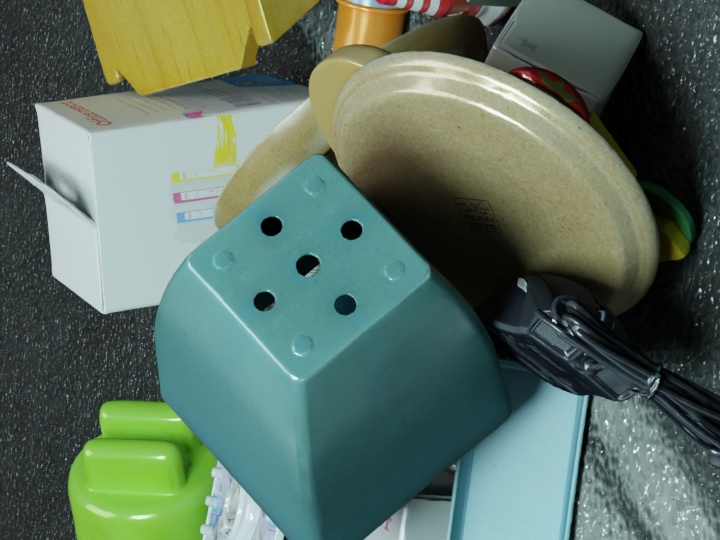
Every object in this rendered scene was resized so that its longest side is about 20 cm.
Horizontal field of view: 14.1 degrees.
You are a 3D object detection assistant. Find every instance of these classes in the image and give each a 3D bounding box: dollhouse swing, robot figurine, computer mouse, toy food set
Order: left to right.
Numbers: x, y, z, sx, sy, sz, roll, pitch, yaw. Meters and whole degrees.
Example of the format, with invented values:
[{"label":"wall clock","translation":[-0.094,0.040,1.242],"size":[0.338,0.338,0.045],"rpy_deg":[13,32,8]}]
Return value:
[{"label":"robot figurine","translation":[-0.141,0.186,2.057],"size":[0.175,0.116,0.200],"rpy_deg":[-73,-20,-53]},{"label":"dollhouse swing","translation":[-0.071,-0.233,1.967],"size":[0.200,0.176,0.182],"rpy_deg":[-10,98,52]},{"label":"toy food set","translation":[0.072,-0.044,1.536],"size":[0.200,0.198,0.049],"rpy_deg":[-8,38,47]},{"label":"computer mouse","translation":[0.135,0.047,1.473],"size":[0.046,0.140,0.200],"rpy_deg":[-55,8,-6]}]

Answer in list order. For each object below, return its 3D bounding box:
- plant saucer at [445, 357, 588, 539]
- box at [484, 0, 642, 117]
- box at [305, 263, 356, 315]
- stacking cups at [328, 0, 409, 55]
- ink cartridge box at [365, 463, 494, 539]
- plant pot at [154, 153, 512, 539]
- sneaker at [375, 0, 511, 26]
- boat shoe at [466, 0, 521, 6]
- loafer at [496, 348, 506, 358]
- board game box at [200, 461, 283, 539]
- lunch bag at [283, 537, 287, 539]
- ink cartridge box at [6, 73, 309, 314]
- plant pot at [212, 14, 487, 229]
[{"label":"plant saucer","translation":[0.084,0.149,1.639],"size":[0.019,0.070,0.200],"rpy_deg":[-22,-60,-76]},{"label":"box","translation":[0.081,-0.057,1.624],"size":[0.082,0.068,0.200],"rpy_deg":[-56,-6,-47]},{"label":"box","translation":[0.000,0.000,1.738],"size":[0.200,0.049,0.082],"rpy_deg":[33,-121,-76]},{"label":"stacking cups","translation":[0.008,-0.194,1.876],"size":[0.061,0.060,0.200],"rpy_deg":[-131,48,-59]},{"label":"ink cartridge box","translation":[0.025,0.213,1.732],"size":[0.145,0.087,0.200],"rpy_deg":[-154,72,-66]},{"label":"plant pot","translation":[-0.021,0.035,1.507],"size":[0.141,0.141,0.200],"rpy_deg":[47,168,19]},{"label":"sneaker","translation":[0.033,-0.248,1.746],"size":[0.078,0.115,0.200],"rpy_deg":[137,132,-59]},{"label":"boat shoe","translation":[0.108,-0.194,1.618],"size":[0.201,0.070,0.072],"rpy_deg":[166,103,-69]},{"label":"loafer","translation":[0.029,0.081,1.651],"size":[0.200,0.070,0.070],"rpy_deg":[-58,-32,-43]},{"label":"board game box","translation":[-0.083,0.153,1.882],"size":[0.200,0.026,0.200],"rpy_deg":[175,106,-75]},{"label":"lunch bag","translation":[-0.047,0.193,1.927],"size":[0.160,0.076,0.200],"rpy_deg":[-117,39,-55]},{"label":"ink cartridge box","translation":[-0.127,-0.053,1.965],"size":[0.129,0.200,0.125],"rpy_deg":[-152,55,-66]},{"label":"plant pot","translation":[0.001,-0.077,1.734],"size":[0.027,0.200,0.200],"rpy_deg":[53,143,14]}]
